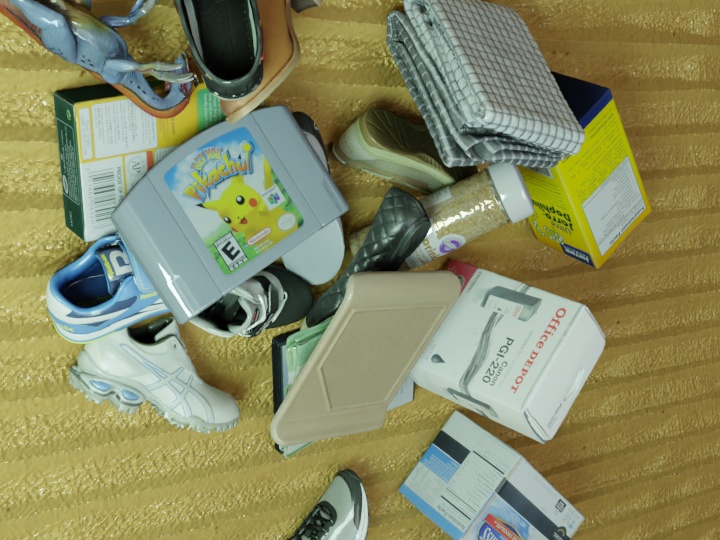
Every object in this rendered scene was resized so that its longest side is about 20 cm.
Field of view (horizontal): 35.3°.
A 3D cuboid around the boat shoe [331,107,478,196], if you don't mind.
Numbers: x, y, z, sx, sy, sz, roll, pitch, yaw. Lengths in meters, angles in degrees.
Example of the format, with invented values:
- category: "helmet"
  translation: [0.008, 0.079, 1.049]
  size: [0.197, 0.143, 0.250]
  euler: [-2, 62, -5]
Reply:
- category: "boat shoe"
  translation: [0.056, -0.119, 1.237]
  size: [0.063, 0.074, 0.199]
  euler: [-32, 151, 35]

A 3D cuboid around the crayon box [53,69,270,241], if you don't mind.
- category: "crayon box"
  translation: [-0.178, -0.112, 1.048]
  size: [0.198, 0.051, 0.128]
  euler: [-15, 118, -33]

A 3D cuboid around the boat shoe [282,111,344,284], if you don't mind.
- category: "boat shoe"
  translation: [-0.052, -0.071, 1.161]
  size: [0.067, 0.057, 0.202]
  euler: [-2, 134, 3]

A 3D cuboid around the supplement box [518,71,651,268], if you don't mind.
- category: "supplement box"
  translation: [0.255, -0.121, 1.363]
  size: [0.109, 0.109, 0.201]
  euler: [-43, 130, -15]

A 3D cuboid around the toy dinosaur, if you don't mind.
- category: "toy dinosaur"
  translation: [-0.220, -0.197, 0.946]
  size: [0.183, 0.197, 0.106]
  euler: [65, 30, -45]

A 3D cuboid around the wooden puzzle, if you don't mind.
- category: "wooden puzzle"
  translation: [0.004, 0.085, 1.173]
  size: [0.184, 0.037, 0.202]
  euler: [-1, 125, -50]

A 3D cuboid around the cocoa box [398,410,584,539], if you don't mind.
- category: "cocoa box"
  translation: [0.171, 0.303, 1.465]
  size: [0.132, 0.133, 0.200]
  euler: [-52, 132, -7]

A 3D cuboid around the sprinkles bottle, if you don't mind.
- category: "sprinkles bottle"
  translation: [0.087, -0.051, 1.220]
  size: [0.198, 0.069, 0.069]
  euler: [-25, 131, 12]

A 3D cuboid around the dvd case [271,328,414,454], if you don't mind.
- category: "dvd case"
  translation: [-0.016, 0.116, 1.307]
  size: [0.198, 0.017, 0.145]
  euler: [-17, 120, -33]

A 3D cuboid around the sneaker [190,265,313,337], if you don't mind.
- category: "sneaker"
  translation: [-0.117, 0.039, 1.138]
  size: [0.198, 0.088, 0.075]
  euler: [8, 112, -41]

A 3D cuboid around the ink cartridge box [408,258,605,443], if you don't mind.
- category: "ink cartridge box"
  translation: [0.159, 0.089, 1.300]
  size: [0.147, 0.198, 0.085]
  euler: [-56, 139, -15]

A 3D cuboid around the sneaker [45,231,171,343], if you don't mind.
- category: "sneaker"
  translation: [-0.194, 0.000, 1.025]
  size: [0.198, 0.075, 0.083]
  euler: [-28, 158, -8]

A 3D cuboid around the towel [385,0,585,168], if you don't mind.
- category: "towel"
  translation: [0.127, -0.193, 1.174]
  size: [0.164, 0.202, 0.086]
  euler: [4, 142, -41]

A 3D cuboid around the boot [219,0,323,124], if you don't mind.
- category: "boot"
  translation: [-0.118, -0.244, 0.997]
  size: [0.154, 0.073, 0.202]
  euler: [37, 59, -28]

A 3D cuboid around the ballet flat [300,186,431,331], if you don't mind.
- category: "ballet flat"
  translation: [0.000, 0.000, 1.186]
  size: [0.201, 0.057, 0.066]
  euler: [-50, 157, 20]

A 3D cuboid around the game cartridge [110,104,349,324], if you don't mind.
- category: "game cartridge"
  translation: [-0.118, -0.061, 1.019]
  size: [0.199, 0.040, 0.134]
  euler: [-36, 92, -26]

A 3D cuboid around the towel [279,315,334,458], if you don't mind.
- category: "towel"
  translation: [-0.023, 0.109, 1.223]
  size: [0.151, 0.023, 0.202]
  euler: [-27, 146, -28]

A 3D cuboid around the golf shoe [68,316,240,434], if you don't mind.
- category: "golf shoe"
  translation: [-0.187, 0.100, 1.123]
  size: [0.199, 0.078, 0.099]
  euler: [25, 87, -44]

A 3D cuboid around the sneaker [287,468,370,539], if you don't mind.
- category: "sneaker"
  translation: [-0.053, 0.328, 1.335]
  size: [0.079, 0.074, 0.203]
  euler: [24, 94, -38]

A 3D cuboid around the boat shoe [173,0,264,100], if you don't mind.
- category: "boat shoe"
  translation: [-0.123, -0.245, 0.934]
  size: [0.072, 0.063, 0.205]
  euler: [-14, 90, -7]
